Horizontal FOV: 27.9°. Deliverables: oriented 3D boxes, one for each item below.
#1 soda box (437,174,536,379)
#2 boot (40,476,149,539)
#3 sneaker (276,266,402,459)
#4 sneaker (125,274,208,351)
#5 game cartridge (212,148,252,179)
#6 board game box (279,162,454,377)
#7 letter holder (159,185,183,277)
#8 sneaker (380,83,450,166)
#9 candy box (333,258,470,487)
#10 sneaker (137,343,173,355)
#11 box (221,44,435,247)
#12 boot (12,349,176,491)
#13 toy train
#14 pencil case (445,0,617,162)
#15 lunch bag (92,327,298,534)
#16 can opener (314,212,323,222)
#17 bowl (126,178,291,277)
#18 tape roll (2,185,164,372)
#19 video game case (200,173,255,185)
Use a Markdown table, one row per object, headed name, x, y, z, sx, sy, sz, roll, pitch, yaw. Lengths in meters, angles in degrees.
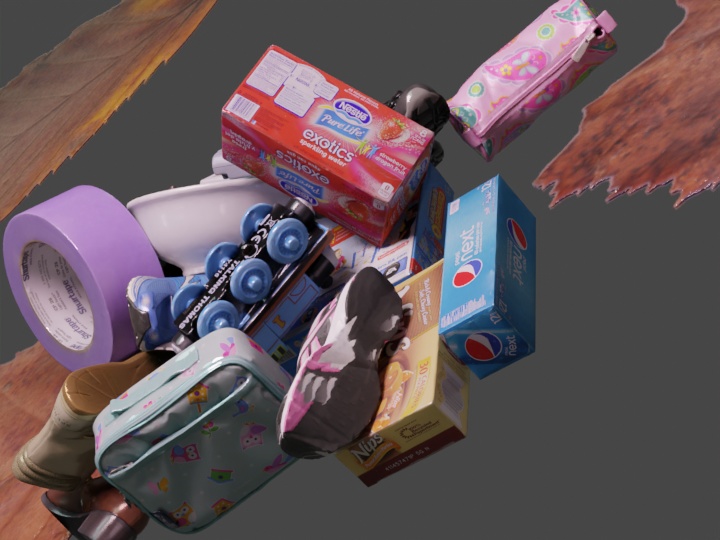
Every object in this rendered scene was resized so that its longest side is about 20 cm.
| name | x | y | z | sx | sy | sz | roll | pitch | yaw |
| --- | --- | --- | --- | --- | --- | --- | --- | --- | --- |
| soda box | 0.120 | 0.003 | 1.351 | 0.064 | 0.068 | 0.201 | -29 | 30 | 27 |
| boot | -0.244 | 0.205 | 1.571 | 0.200 | 0.069 | 0.188 | -49 | 20 | -20 |
| sneaker | -0.026 | 0.094 | 1.315 | 0.086 | 0.080 | 0.201 | -36 | 17 | 47 |
| sneaker | -0.177 | 0.034 | 1.521 | 0.088 | 0.079 | 0.200 | -11 | 4 | 20 |
| game cartridge | -0.064 | -0.146 | 1.640 | 0.132 | 0.041 | 0.200 | -4 | 15 | 27 |
| board game box | 0.000 | 0.000 | 1.538 | 0.199 | 0.056 | 0.197 | -28 | 30 | 28 |
| letter holder | -0.205 | -0.025 | 1.765 | 0.142 | 0.100 | 0.201 | -52 | 19 | 32 |
| sneaker | 0.045 | -0.157 | 1.569 | 0.075 | 0.080 | 0.200 | -34 | -14 | -11 |
| candy box | 0.043 | 0.091 | 1.344 | 0.115 | 0.055 | 0.201 | -30 | 29 | 27 |
| sneaker | -0.162 | 0.084 | 1.642 | 0.199 | 0.075 | 0.116 | -7 | 35 | 42 |
| box | -0.035 | -0.127 | 1.477 | 0.100 | 0.199 | 0.096 | -56 | -11 | -25 |
| boot | -0.253 | 0.160 | 1.515 | 0.156 | 0.199 | 0.073 | -50 | 63 | 34 |
| toy train | -0.102 | 0.023 | 1.455 | 0.200 | 0.114 | 0.086 | -50 | 37 | -9 |
| pencil case | 0.183 | -0.209 | 1.554 | 0.200 | 0.088 | 0.088 | -40 | 26 | 3 |
| lunch bag | -0.156 | 0.157 | 1.403 | 0.199 | 0.160 | 0.077 | -36 | 36 | 10 |
| can opener | -0.057 | -0.040 | 1.679 | 0.200 | 0.053 | 0.067 | -47 | 23 | -5 |
| bowl | -0.158 | -0.043 | 1.625 | 0.199 | 0.091 | 0.201 | -8 | -3 | 0 |
| tape roll | -0.310 | 0.012 | 1.636 | 0.085 | 0.202 | 0.199 | -31 | 15 | -37 |
| video game case | -0.068 | -0.131 | 1.714 | 0.198 | 0.022 | 0.182 | -9 | 12 | 18 |
